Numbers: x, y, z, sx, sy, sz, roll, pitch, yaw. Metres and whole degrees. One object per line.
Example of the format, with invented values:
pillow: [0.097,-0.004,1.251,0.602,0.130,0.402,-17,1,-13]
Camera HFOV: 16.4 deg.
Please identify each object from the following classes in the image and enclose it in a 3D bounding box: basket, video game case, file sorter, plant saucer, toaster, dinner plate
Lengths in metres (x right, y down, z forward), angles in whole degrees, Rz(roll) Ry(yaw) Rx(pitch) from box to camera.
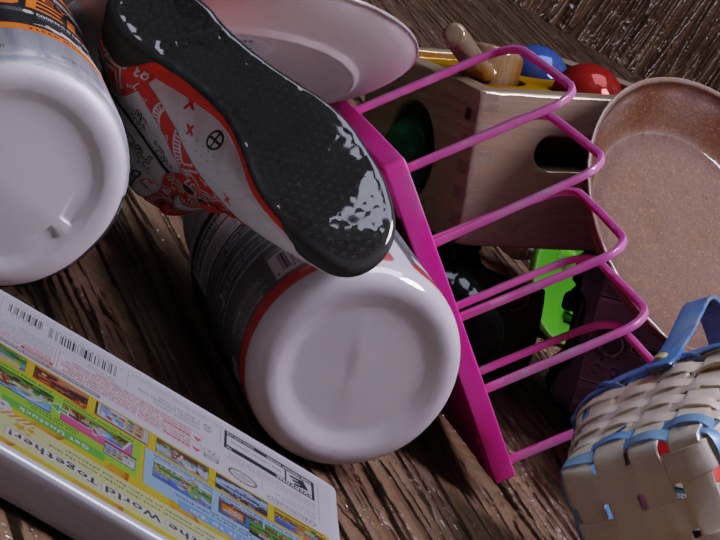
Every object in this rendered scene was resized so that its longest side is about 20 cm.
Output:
basket: [0.194,0.122,1.344,0.177,0.138,0.200,67,22,-9]
video game case: [-0.096,0.089,1.104,0.199,0.023,0.182,32,13,-11]
file sorter: [0.083,-0.011,1.428,0.139,0.125,0.201,-128,-164,-68]
plant saucer: [0.210,-0.023,1.563,0.200,0.037,0.202,17,58,-30]
toaster: [0.197,0.052,1.669,0.128,0.114,0.200,15,2,2]
dinner plate: [-0.067,-0.118,1.369,0.199,0.024,0.200,2,-16,1]

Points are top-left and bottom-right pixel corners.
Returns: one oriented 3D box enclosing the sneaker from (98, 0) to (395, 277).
sneaker: [-0.061,-0.052,1.279,0.067,0.108,0.201,-35,70,-28]

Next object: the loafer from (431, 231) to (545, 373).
loafer: [0.051,-0.012,1.705,0.200,0.071,0.073,37,14,18]

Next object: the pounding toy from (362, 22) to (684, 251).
pounding toy: [0.092,-0.099,1.623,0.199,0.143,0.184,2,14,-28]

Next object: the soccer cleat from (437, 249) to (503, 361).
soccer cleat: [0.000,0.000,1.589,0.200,0.068,0.081,36,31,15]

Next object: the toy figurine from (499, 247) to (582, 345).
toy figurine: [0.145,-0.030,1.931,0.184,0.150,0.200,33,-13,46]

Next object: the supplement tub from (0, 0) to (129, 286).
supplement tub: [-0.192,-0.084,1.273,0.122,0.123,0.200,27,14,-26]

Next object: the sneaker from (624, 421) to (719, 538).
sneaker: [0.194,0.138,1.543,0.070,0.094,0.200,10,-15,3]

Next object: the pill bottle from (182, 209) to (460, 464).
pill bottle: [-0.028,0.010,1.343,0.115,0.116,0.200,27,15,-27]
